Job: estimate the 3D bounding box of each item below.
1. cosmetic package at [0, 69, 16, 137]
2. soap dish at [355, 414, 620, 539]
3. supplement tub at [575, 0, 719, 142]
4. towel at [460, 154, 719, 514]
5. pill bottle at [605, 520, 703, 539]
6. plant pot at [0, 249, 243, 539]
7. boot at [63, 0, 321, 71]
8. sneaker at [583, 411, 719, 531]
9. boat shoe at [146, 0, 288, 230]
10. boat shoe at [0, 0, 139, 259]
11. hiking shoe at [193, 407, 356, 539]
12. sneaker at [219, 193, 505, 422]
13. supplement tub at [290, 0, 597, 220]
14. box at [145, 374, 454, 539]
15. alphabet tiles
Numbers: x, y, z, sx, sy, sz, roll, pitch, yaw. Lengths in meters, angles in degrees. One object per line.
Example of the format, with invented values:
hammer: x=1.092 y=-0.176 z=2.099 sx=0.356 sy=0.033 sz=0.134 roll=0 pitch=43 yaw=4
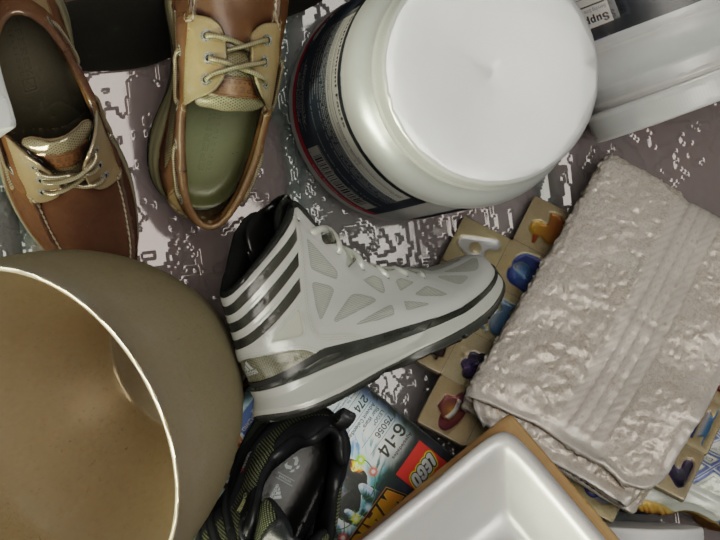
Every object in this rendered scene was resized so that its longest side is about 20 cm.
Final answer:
cosmetic package: x=-0.249 y=-0.114 z=1.322 sx=0.081 sy=0.200 sz=0.114 roll=-13 pitch=94 yaw=-14
soap dish: x=0.089 y=0.208 z=1.378 sx=0.157 sy=0.081 sz=0.200 roll=-39 pitch=71 yaw=-6
supplement tub: x=0.167 y=-0.193 z=1.464 sx=0.140 sy=0.140 sz=0.201 roll=-21 pitch=93 yaw=-15
towel: x=0.159 y=0.035 z=1.464 sx=0.132 sy=0.035 sz=0.201 roll=29 pitch=70 yaw=4
pill bottle: x=0.164 y=0.255 z=1.463 sx=0.108 sy=0.109 sz=0.202 roll=3 pitch=88 yaw=-15
plant pot: x=-0.142 y=0.072 z=1.365 sx=0.134 sy=0.200 sz=0.201 roll=-30 pitch=97 yaw=-50
boot: x=-0.118 y=-0.176 z=1.439 sx=0.199 sy=0.074 sz=0.076 roll=-16 pitch=62 yaw=-10
sneaker: x=0.222 y=0.117 z=1.502 sx=0.199 sy=0.075 sz=0.089 roll=14 pitch=81 yaw=-16
boat shoe: x=-0.075 y=-0.116 z=1.390 sx=0.075 sy=0.074 sz=0.201 roll=-1 pitch=119 yaw=-18
boat shoe: x=-0.177 y=-0.073 z=1.381 sx=0.075 sy=0.072 sz=0.201 roll=-23 pitch=116 yaw=-3
hiking shoe: x=-0.064 y=0.163 z=1.368 sx=0.075 sy=0.101 sz=0.201 roll=24 pitch=81 yaw=-10
sneaker: x=0.000 y=0.000 z=1.395 sx=0.200 sy=0.075 sz=0.116 roll=-26 pitch=99 yaw=-42
supplement tub: x=0.045 y=-0.104 z=1.390 sx=0.139 sy=0.200 sz=0.141 roll=1 pitch=88 yaw=-15
box: x=-0.051 y=0.153 z=1.445 sx=0.137 sy=0.040 sz=0.200 roll=38 pitch=79 yaw=-11
alphabet tiles: x=0.129 y=0.053 z=1.477 sx=0.199 sy=0.006 sz=0.167 roll=27 pitch=71 yaw=4
